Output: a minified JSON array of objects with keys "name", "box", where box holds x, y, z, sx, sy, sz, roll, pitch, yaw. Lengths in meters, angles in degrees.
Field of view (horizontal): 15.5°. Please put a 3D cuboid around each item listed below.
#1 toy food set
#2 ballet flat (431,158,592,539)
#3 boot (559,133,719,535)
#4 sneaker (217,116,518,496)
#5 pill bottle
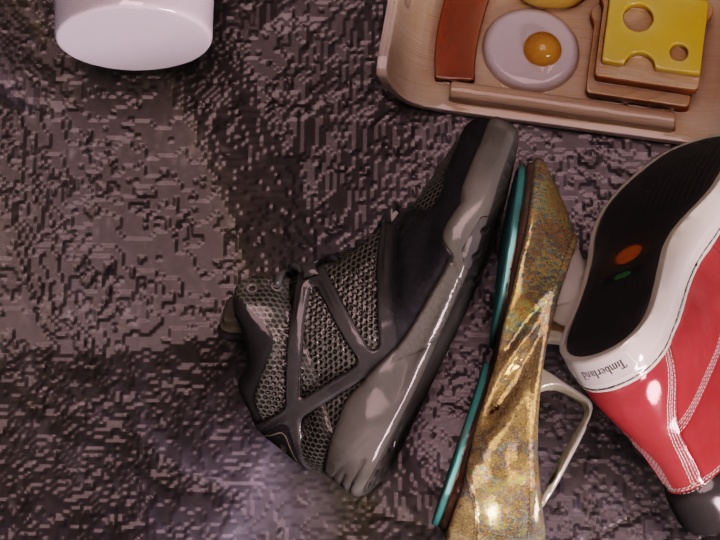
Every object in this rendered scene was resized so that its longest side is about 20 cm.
[{"name":"toy food set","box":[0.117,-0.151,1.393,0.200,0.060,0.144,8,70,3]},{"name":"ballet flat","box":[0.088,0.045,1.322,0.071,0.071,0.200,13,76,4]},{"name":"boot","box":[0.176,0.034,1.331,0.144,0.072,0.200,54,40,-24]},{"name":"sneaker","box":[0.000,0.000,1.316,0.114,0.076,0.199,28,94,9]},{"name":"pill bottle","box":[-0.117,-0.212,1.387,0.111,0.111,0.200,-1,71,-1]}]
